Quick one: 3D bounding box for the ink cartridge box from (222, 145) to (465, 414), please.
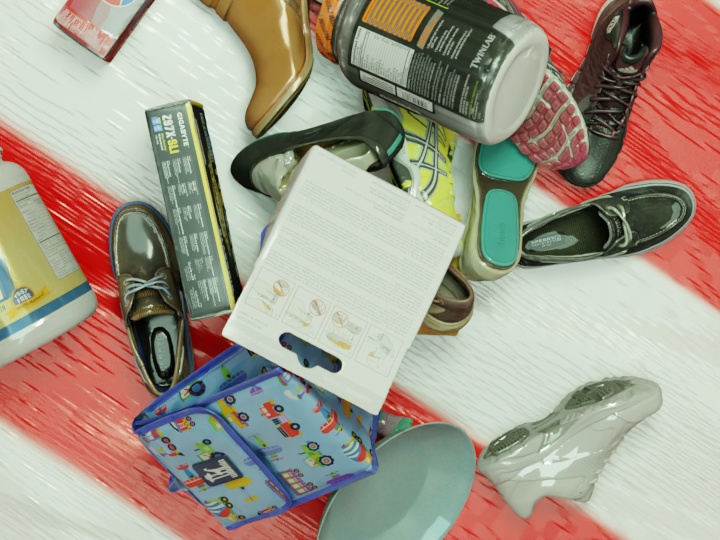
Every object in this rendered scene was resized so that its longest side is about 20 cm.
[{"bbox_3d":[-0.018,0.009,1.438,0.162,0.057,0.200,28,76,-7],"label":"ink cartridge box"}]

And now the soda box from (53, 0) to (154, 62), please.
[{"bbox_3d":[-0.215,-0.301,1.545,0.063,0.070,0.200,36,92,-5],"label":"soda box"}]

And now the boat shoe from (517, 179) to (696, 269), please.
[{"bbox_3d":[0.244,-0.039,1.586,0.200,0.071,0.072,-18,95,-2],"label":"boat shoe"}]

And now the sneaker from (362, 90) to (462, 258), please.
[{"bbox_3d":[0.066,-0.108,1.552,0.076,0.075,0.200,-19,78,-5],"label":"sneaker"}]

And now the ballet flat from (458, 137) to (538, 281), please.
[{"bbox_3d":[0.134,-0.076,1.575,0.069,0.069,0.200,16,64,-4],"label":"ballet flat"}]

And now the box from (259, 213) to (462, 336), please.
[{"bbox_3d":[0.000,0.000,1.573,0.200,0.041,0.119,2,69,-1],"label":"box"}]

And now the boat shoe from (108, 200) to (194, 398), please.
[{"bbox_3d":[-0.202,0.030,1.570,0.072,0.072,0.200,-15,95,-2],"label":"boat shoe"}]

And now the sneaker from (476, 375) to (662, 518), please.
[{"bbox_3d":[0.223,0.181,1.609,0.200,0.078,0.099,-29,104,7],"label":"sneaker"}]

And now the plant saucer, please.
[{"bbox_3d":[0.027,0.226,1.571,0.201,0.039,0.201,-24,132,-29],"label":"plant saucer"}]

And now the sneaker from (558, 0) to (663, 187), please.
[{"bbox_3d":[0.243,-0.179,1.552,0.076,0.116,0.200,14,93,-4],"label":"sneaker"}]

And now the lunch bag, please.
[{"bbox_3d":[-0.105,0.154,1.492,0.200,0.094,0.151,-30,119,22],"label":"lunch bag"}]

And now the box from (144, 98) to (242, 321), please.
[{"bbox_3d":[-0.157,-0.060,1.522,0.049,0.160,0.200,-12,94,-2],"label":"box"}]

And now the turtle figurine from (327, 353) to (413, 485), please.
[{"bbox_3d":[-0.054,0.128,1.572,0.200,0.101,0.150,38,107,-17],"label":"turtle figurine"}]

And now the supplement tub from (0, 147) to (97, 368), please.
[{"bbox_3d":[-0.358,-0.015,1.523,0.145,0.145,0.200,-29,95,0],"label":"supplement tub"}]

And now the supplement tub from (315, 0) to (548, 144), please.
[{"bbox_3d":[0.065,-0.208,1.494,0.200,0.123,0.123,28,93,24],"label":"supplement tub"}]

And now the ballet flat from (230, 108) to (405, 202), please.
[{"bbox_3d":[-0.050,-0.103,1.524,0.200,0.068,0.068,-17,129,31],"label":"ballet flat"}]

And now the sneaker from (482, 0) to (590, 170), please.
[{"bbox_3d":[0.167,-0.192,1.554,0.081,0.075,0.200,-32,88,39],"label":"sneaker"}]

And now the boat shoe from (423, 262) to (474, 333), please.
[{"bbox_3d":[0.028,-0.021,1.523,0.200,0.072,0.072,40,71,12],"label":"boat shoe"}]

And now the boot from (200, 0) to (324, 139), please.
[{"bbox_3d":[-0.109,-0.245,1.551,0.155,0.077,0.200,27,93,-4],"label":"boot"}]
